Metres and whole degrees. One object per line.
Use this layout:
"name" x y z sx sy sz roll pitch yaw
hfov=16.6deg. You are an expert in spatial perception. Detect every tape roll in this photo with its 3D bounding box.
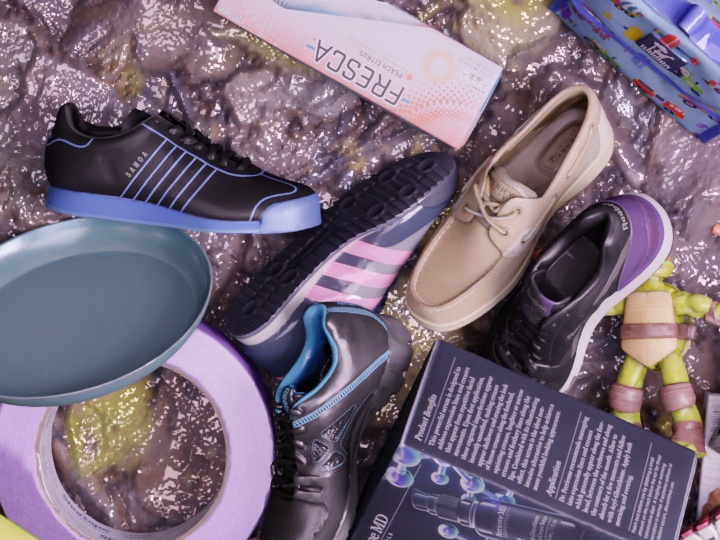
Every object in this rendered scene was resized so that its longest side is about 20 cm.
"tape roll" -0.158 0.127 1.755 0.199 0.066 0.201 0 94 1

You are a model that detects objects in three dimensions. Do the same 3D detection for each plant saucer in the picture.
"plant saucer" -0.197 0.031 1.700 0.199 0.200 0.027 -12 126 1

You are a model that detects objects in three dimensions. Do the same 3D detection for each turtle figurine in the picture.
"turtle figurine" 0.196 0.050 1.747 0.199 0.064 0.162 1 84 15

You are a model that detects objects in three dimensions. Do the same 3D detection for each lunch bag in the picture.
"lunch bag" 0.217 -0.166 1.663 0.150 0.200 0.094 41 93 -2

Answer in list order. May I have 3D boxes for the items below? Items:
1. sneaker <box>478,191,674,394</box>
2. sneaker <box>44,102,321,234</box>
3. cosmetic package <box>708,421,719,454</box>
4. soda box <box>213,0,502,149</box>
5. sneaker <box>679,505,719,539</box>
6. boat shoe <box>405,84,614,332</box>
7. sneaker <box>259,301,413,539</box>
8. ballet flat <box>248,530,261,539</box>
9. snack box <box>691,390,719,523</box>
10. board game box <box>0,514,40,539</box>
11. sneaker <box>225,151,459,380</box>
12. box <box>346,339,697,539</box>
"sneaker" 0.124 0.026 1.696 0.076 0.087 0.200 44 113 23
"sneaker" -0.124 -0.072 1.736 0.199 0.070 0.078 6 101 2
"cosmetic package" 0.314 0.046 1.722 0.051 0.083 0.200 30 85 1
"soda box" -0.001 -0.161 1.733 0.200 0.064 0.069 29 94 -2
"sneaker" 0.283 0.185 1.693 0.200 0.081 0.075 -30 85 34
"boat shoe" 0.099 -0.046 1.716 0.072 0.065 0.200 38 79 27
"sneaker" -0.037 0.116 1.699 0.082 0.073 0.201 23 83 -42
"ballet flat" -0.084 0.265 1.723 0.075 0.064 0.201 -6 60 32
"snack box" 0.274 0.189 1.777 0.072 0.024 0.201 5 94 -2
"board game box" -0.205 0.218 1.676 0.200 0.102 0.048 34 81 -2
"sneaker" 0.000 0.000 1.755 0.200 0.070 0.082 -39 122 -2
"box" 0.107 0.164 1.703 0.199 0.107 0.149 23 135 -1
